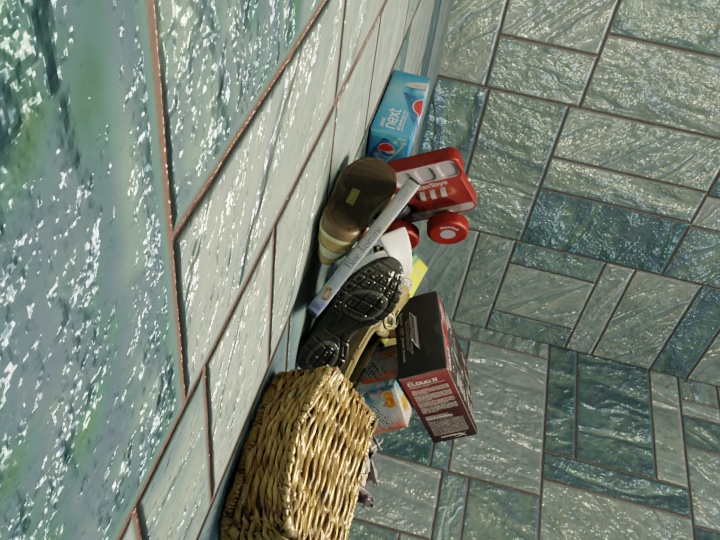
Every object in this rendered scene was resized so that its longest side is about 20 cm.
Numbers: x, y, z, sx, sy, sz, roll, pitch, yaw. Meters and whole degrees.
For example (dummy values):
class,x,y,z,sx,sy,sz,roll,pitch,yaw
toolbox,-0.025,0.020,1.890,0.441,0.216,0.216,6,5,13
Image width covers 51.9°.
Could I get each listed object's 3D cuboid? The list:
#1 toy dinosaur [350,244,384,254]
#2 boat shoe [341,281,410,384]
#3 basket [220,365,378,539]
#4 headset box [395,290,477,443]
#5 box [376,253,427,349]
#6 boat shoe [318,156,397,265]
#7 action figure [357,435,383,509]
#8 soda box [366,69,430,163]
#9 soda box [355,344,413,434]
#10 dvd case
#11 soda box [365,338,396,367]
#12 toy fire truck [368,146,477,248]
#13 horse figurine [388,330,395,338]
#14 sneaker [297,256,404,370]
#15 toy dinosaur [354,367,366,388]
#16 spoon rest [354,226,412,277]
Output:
class,x,y,z,sx,sy,sz,roll,pitch,yaw
toy dinosaur,0.000,0.000,1.189,0.200,0.047,0.088,-34,143,-48
boat shoe,0.010,0.102,1.065,0.201,0.063,0.073,-48,158,-4
basket,-0.091,0.209,0.804,0.143,0.149,0.200,55,39,-38
headset box,0.110,0.142,1.118,0.149,0.077,0.200,-93,161,-44
box,0.025,0.063,1.291,0.117,0.048,0.200,-9,-136,50
boat shoe,-0.012,-0.077,0.944,0.200,0.072,0.076,-54,172,-52
action figure,-0.031,0.279,1.013,0.200,0.130,0.069,-26,180,-45
soda box,0.065,-0.257,1.244,0.200,0.068,0.064,-71,173,-45
soda box,0.043,0.172,1.113,0.200,0.063,0.068,-52,125,-74
dvd case,0.003,-0.030,0.925,0.200,0.018,0.143,-52,-177,3
soda box,0.049,0.161,1.308,0.200,0.068,0.064,-55,177,9
toy fire truck,0.081,-0.123,1.173,0.168,0.200,0.112,50,38,-51
horse figurine,0.004,0.083,1.150,0.200,0.050,0.133,-24,144,-30
sneaker,-0.017,0.050,0.993,0.200,0.076,0.091,-47,-162,20
toy dinosaur,-0.038,0.212,1.169,0.200,0.086,0.136,31,73,-74
spoon rest,0.032,-0.002,1.055,0.061,0.099,0.200,64,-15,8
